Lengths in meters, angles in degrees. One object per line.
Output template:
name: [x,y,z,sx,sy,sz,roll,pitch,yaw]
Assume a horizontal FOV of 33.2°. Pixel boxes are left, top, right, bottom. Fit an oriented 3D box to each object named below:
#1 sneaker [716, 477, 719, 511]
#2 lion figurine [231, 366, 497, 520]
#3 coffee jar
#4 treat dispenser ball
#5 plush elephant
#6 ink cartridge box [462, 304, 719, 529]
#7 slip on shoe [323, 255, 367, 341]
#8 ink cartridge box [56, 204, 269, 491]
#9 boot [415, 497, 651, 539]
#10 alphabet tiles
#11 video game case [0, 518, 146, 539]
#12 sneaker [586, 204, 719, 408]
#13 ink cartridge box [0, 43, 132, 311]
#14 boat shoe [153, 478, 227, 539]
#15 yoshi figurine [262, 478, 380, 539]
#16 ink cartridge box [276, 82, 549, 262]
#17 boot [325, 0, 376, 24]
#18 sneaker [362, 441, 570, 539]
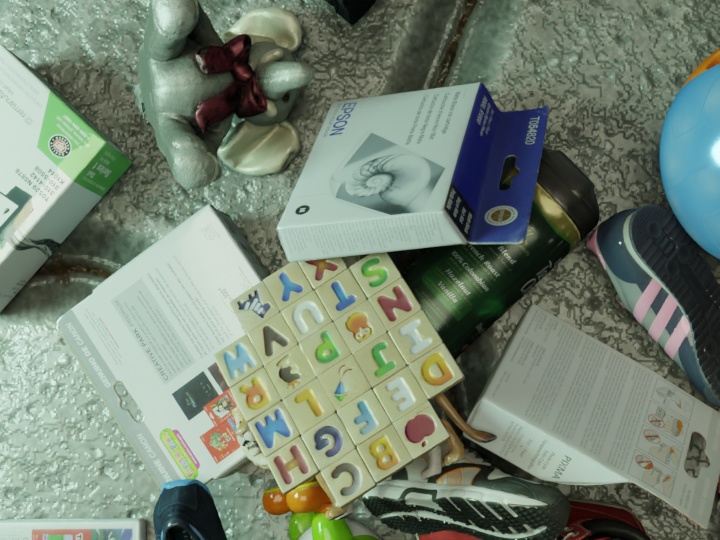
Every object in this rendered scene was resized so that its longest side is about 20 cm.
sneaker: [0.334,0.209,1.030,0.086,0.074,0.201,28,84,21]
lion figurine: [-0.001,0.123,0.969,0.199,0.072,0.123,-25,76,10]
coffee jar: [0.117,-0.014,1.046,0.200,0.104,0.085,-43,78,1]
treat dispenser ball: [0.345,-0.095,0.982,0.199,0.201,0.203,-1,84,6]
plush elephant: [-0.111,-0.163,1.067,0.153,0.200,0.167,-10,97,-18]
ink cartridge box: [0.199,0.127,1.001,0.199,0.160,0.048,30,124,7]
slip on shoe: [0.000,0.000,1.047,0.060,0.076,0.201,20,50,-13]
ink cartridge box: [-0.140,0.076,1.072,0.175,0.084,0.201,-35,83,3]
boot: [0.140,0.221,1.001,0.198,0.144,0.073,1,87,8]
alphabet tiles: [-0.020,0.076,0.952,0.166,0.006,0.201,-32,63,0]
video game case: [-0.283,0.327,1.094,0.180,0.023,0.202,-2,83,6]
sneaker: [0.270,0.034,1.053,0.070,0.082,0.201,-36,101,-28]
ink cartridge box: [-0.334,-0.079,1.107,0.146,0.084,0.200,41,89,8]
boat shoe: [-0.139,0.276,1.024,0.083,0.069,0.201,-18,113,7]
yoshi figurine: [-0.042,0.285,1.038,0.111,0.112,0.202,-16,85,20]
ink cartridge box: [0.049,-0.088,1.008,0.198,0.200,0.041,-4,127,19]
boot: [-0.052,-0.300,1.049,0.162,0.198,0.074,41,86,2]
sneaker: [0.089,0.173,0.992,0.199,0.074,0.080,-1,47,44]
